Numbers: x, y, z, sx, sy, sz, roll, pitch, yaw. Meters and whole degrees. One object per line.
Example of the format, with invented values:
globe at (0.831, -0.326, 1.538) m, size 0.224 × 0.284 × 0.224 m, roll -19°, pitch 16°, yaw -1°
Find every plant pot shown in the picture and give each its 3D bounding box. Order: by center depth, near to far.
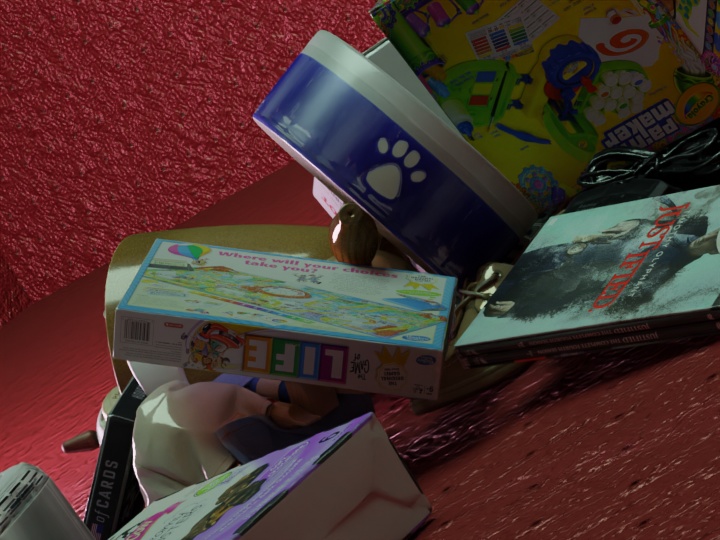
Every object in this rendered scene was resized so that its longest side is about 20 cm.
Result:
plant pot at (-0.060, 0.042, 1.841) m, size 0.199 × 0.187 × 0.186 m, roll -14°, pitch 13°, yaw 20°

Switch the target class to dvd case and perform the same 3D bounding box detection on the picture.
dvd case at (0.167, -0.001, 1.485) m, size 0.199 × 0.022 × 0.146 m, roll -9°, pitch 30°, yaw 40°
dvd case at (-0.162, 0.145, 1.685) m, size 0.025 × 0.151 × 0.200 m, roll 14°, pitch 12°, yaw 0°

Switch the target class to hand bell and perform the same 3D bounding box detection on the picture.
hand bell at (0.000, 0.000, 1.660) m, size 0.104 × 0.104 × 0.200 m, roll -33°, pitch -18°, yaw -10°

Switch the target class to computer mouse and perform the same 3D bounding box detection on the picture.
computer mouse at (0.168, -0.014, 1.611) m, size 0.138 × 0.053 × 0.200 m, roll -4°, pitch 33°, yaw 45°

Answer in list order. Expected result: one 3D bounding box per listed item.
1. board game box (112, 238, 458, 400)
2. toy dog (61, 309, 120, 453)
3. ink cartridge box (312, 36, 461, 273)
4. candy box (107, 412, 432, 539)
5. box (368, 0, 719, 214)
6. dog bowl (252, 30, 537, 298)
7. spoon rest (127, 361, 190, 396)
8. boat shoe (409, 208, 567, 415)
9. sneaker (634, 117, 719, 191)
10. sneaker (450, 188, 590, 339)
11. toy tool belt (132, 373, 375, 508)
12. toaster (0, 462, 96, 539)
board game box at (-0.043, 0.029, 1.542) m, size 0.199 × 0.034 × 0.135 m, roll 7°, pitch 20°, yaw 4°
toy dog at (-0.173, 0.095, 1.946) m, size 0.096 × 0.133 × 0.200 m, roll -4°, pitch 16°, yaw 15°
ink cartridge box at (0.040, -0.071, 1.934) m, size 0.083 × 0.146 × 0.200 m, roll -36°, pitch -17°, yaw -17°
candy box at (-0.085, 0.173, 1.386) m, size 0.199 × 0.072 × 0.168 m, roll -25°, pitch 10°, yaw 41°
box at (0.152, -0.174, 1.732) m, size 0.199 × 0.193 × 0.122 m, roll -28°, pitch 16°, yaw 39°
dog bowl at (0.023, -0.072, 1.708) m, size 0.079 × 0.200 × 0.200 m, roll -50°, pitch 8°, yaw -1°
spoon rest at (-0.084, 0.097, 1.671) m, size 0.099 × 0.061 × 0.200 m, roll -27°, pitch -32°, yaw 22°
boat shoe at (0.091, 0.028, 1.648) m, size 0.200 × 0.065 × 0.071 m, roll -38°, pitch 10°, yaw -40°
sneaker at (0.266, -0.087, 1.705) m, size 0.200 × 0.070 × 0.100 m, roll -39°, pitch 10°, yaw -1°
sneaker at (0.112, -0.016, 1.810) m, size 0.078 × 0.078 × 0.200 m, roll -21°, pitch 15°, yaw 45°
toy tool belt at (-0.041, 0.104, 1.575) m, size 0.122 × 0.126 × 0.200 m, roll 13°, pitch 37°, yaw 42°
toaster at (-0.219, 0.205, 1.496) m, size 0.113 × 0.130 × 0.200 m, roll -30°, pitch 8°, yaw 16°
